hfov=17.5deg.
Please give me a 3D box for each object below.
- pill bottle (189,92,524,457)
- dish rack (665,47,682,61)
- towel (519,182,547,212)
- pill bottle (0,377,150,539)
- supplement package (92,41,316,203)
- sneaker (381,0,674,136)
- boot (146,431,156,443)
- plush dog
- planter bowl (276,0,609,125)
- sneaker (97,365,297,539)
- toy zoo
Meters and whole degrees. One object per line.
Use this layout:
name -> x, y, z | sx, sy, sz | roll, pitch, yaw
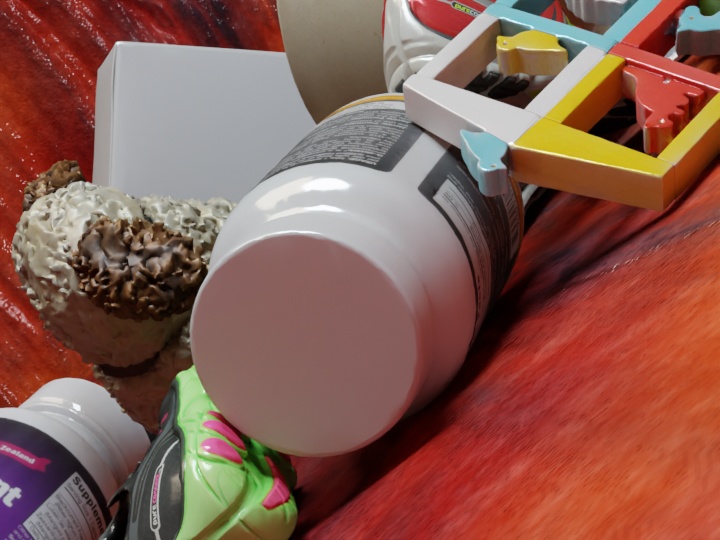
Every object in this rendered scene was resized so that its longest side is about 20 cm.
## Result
pill bottle -> 0.000, 0.000, 0.995 | 0.116, 0.116, 0.200 | -39, 5, 22
dish rack -> 0.162, -0.140, 1.423 | 0.172, 0.044, 0.200 | -41, 4, 1
towel -> 0.024, 0.002, 1.277 | 0.200, 0.034, 0.133 | -36, 5, 35
pill bottle -> -0.194, 0.142, 1.234 | 0.111, 0.111, 0.200 | -36, 7, 40
supplement package -> -0.060, -0.068, 1.426 | 0.200, 0.120, 0.121 | 3, -3, -12
sneaker -> 0.089, -0.113, 1.132 | 0.077, 0.085, 0.200 | -23, -20, 40
boot -> -0.128, 0.086, 1.420 | 0.168, 0.076, 0.200 | -35, 13, 20
plush dog -> -0.102, 0.020, 1.167 | 0.161, 0.172, 0.200 | -55, 31, -9
planter bowl -> 0.065, -0.154, 1.248 | 0.135, 0.200, 0.200 | 0, 30, 34
sneaker -> -0.075, 0.094, 0.984 | 0.084, 0.077, 0.200 | -42, 2, 1
toy zoo -> 0.111, -0.091, 1.010 | 0.200, 0.131, 0.020 | -45, -37, -35
